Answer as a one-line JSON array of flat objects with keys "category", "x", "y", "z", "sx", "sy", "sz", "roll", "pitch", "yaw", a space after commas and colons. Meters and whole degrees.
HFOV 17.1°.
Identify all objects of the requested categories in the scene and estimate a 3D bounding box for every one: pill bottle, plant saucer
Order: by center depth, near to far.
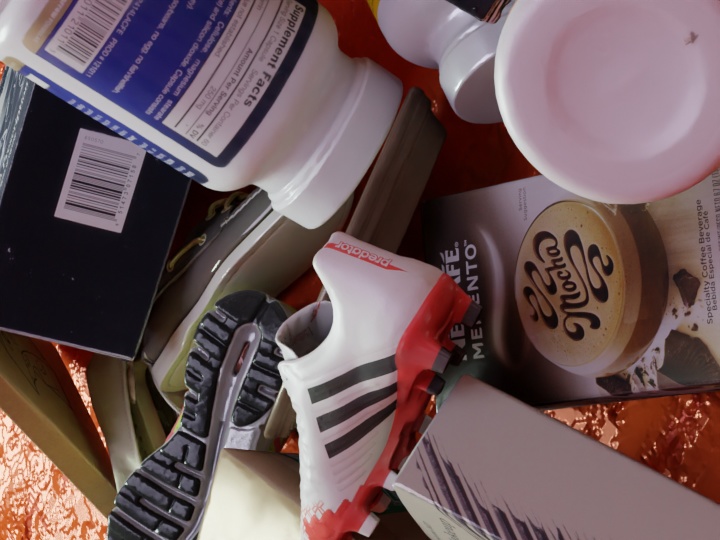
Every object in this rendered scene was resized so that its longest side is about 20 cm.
[{"category": "pill bottle", "x": 0.123, "y": -0.106, "z": 1.064, "sx": 0.109, "sy": 0.200, "sz": 0.110, "roll": 3, "pitch": 108, "yaw": 9}, {"category": "pill bottle", "x": 0.042, "y": -0.176, "z": 1.236, "sx": 0.104, "sy": 0.104, "sz": 0.200, "roll": -46, "pitch": 56, "yaw": 38}, {"category": "pill bottle", "x": -0.084, "y": -0.112, "z": 1.246, "sx": 0.116, "sy": 0.200, "sz": 0.116, "roll": -52, "pitch": 16, "yaw": 21}, {"category": "plant saucer", "x": 0.000, "y": 0.000, "z": 1.254, "sx": 0.029, "sy": 0.200, "sz": 0.200, "roll": 24, "pitch": 114, "yaw": 0}]

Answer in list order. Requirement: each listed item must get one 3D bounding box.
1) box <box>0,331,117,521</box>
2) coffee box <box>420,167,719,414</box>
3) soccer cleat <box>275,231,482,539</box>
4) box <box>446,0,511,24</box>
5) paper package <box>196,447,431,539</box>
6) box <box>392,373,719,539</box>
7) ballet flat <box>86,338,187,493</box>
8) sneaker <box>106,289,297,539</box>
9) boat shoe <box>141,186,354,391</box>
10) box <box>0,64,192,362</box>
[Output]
[{"category": "box", "x": -0.217, "y": 0.047, "z": 1.459, "sx": 0.021, "sy": 0.200, "sz": 0.164, "roll": -34, "pitch": 46, "yaw": 1}, {"category": "coffee box", "x": 0.127, "y": 0.007, "z": 1.155, "sx": 0.200, "sy": 0.080, "sz": 0.113, "roll": -12, "pitch": 81, "yaw": 48}, {"category": "soccer cleat", "x": -0.006, "y": 0.061, "z": 1.152, "sx": 0.085, "sy": 0.069, "sz": 0.200, "roll": 31, "pitch": 138, "yaw": 9}, {"category": "box", "x": 0.058, "y": -0.248, "z": 1.035, "sx": 0.197, "sy": 0.124, "sz": 0.200, "roll": -54, "pitch": 14, "yaw": 25}, {"category": "paper package", "x": -0.001, "y": 0.212, "z": 1.279, "sx": 0.200, "sy": 0.103, "sz": 0.191, "roll": 30, "pitch": 110, "yaw": 45}, {"category": "box", "x": 0.119, "y": 0.129, "z": 1.107, "sx": 0.200, "sy": 0.082, "sz": 0.068, "roll": 26, "pitch": 74, "yaw": 28}, {"category": "ballet flat", "x": -0.115, "y": 0.126, "z": 1.443, "sx": 0.069, "sy": 0.069, "sz": 0.200, "roll": -42, "pitch": 59, "yaw": 40}, {"category": "sneaker", "x": -0.076, "y": 0.105, "z": 1.378, "sx": 0.078, "sy": 0.090, "sz": 0.200, "roll": 28, "pitch": 101, "yaw": 11}, {"category": "boat shoe", "x": -0.074, "y": -0.008, "z": 1.388, "sx": 0.202, "sy": 0.072, "sz": 0.060, "roll": -50, "pitch": 59, "yaw": 40}, {"category": "box", "x": -0.160, "y": -0.080, "z": 1.409, "sx": 0.182, "sy": 0.104, "sz": 0.200, "roll": -111, "pitch": 38, "yaw": -67}]
